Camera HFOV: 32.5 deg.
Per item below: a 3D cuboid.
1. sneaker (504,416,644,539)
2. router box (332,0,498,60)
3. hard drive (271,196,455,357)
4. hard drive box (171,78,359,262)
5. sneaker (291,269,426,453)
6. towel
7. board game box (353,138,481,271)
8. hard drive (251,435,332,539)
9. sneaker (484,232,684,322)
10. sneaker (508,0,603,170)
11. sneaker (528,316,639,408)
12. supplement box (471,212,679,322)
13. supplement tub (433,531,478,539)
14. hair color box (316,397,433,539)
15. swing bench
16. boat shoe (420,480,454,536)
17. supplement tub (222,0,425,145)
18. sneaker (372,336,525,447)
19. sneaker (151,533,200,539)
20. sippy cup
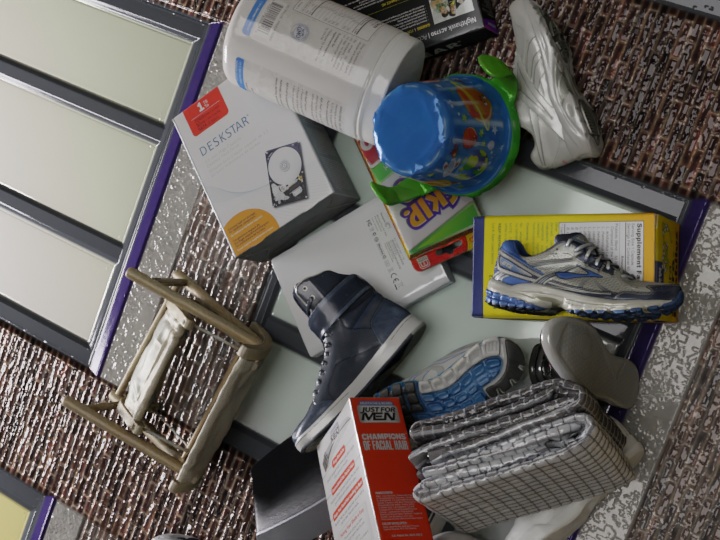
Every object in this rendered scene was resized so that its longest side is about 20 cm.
[{"bbox_3d":[0.209,0.234,1.334,0.200,0.075,0.089,-46,64,6],"label":"sneaker"},{"bbox_3d":[0.048,-0.319,1.453,0.199,0.051,0.150,-15,82,25],"label":"router box"},{"bbox_3d":[0.000,0.000,1.470,0.199,0.026,0.133,-30,74,22],"label":"hard drive"},{"bbox_3d":[-0.117,-0.135,1.509,0.155,0.077,0.201,-33,73,20],"label":"hard drive box"},{"bbox_3d":[-0.043,0.095,1.403,0.146,0.077,0.203,38,75,13],"label":"sneaker"},{"bbox_3d":[0.159,0.187,1.242,0.199,0.166,0.086,-21,59,16],"label":"towel"},{"bbox_3d":[0.066,-0.105,1.427,0.095,0.030,0.201,-23,78,-3],"label":"board game box"},{"bbox_3d":[-0.046,0.235,1.435,0.199,0.042,0.135,-34,40,22],"label":"hard drive"},{"bbox_3d":[0.218,0.003,1.217,0.199,0.077,0.086,5,85,26],"label":"sneaker"},{"bbox_3d":[0.190,-0.203,1.365,0.099,0.078,0.201,-23,76,26],"label":"sneaker"},{"bbox_3d":[0.206,0.097,1.278,0.099,0.200,0.071,1,71,36],"label":"sneaker"},{"bbox_3d":[0.228,-0.001,1.313,0.199,0.109,0.110,1,87,27],"label":"supplement box"},{"bbox_3d":[0.064,0.390,1.339,0.200,0.144,0.145,-43,70,29],"label":"supplement tub"},{"bbox_3d":[0.016,0.244,1.269,0.111,0.063,0.201,121,143,-48],"label":"hair color box"},{"bbox_3d":[-0.223,0.131,1.518,0.199,0.130,0.200,33,100,18],"label":"swing bench"},{"bbox_3d":[0.083,0.221,1.389,0.091,0.071,0.201,28,101,21],"label":"boat shoe"},{"bbox_3d":[-0.042,-0.235,1.391,0.199,0.132,0.133,26,98,12],"label":"supplement tub"},{"bbox_3d":[0.093,0.133,1.380,0.199,0.087,0.075,-27,95,8],"label":"sneaker"},{"bbox_3d":[-0.204,0.390,1.495,0.199,0.115,0.075,33,100,24],"label":"sneaker"},{"bbox_3d":[0.084,-0.148,1.330,0.139,0.130,0.179,16,101,34],"label":"sippy cup"}]
